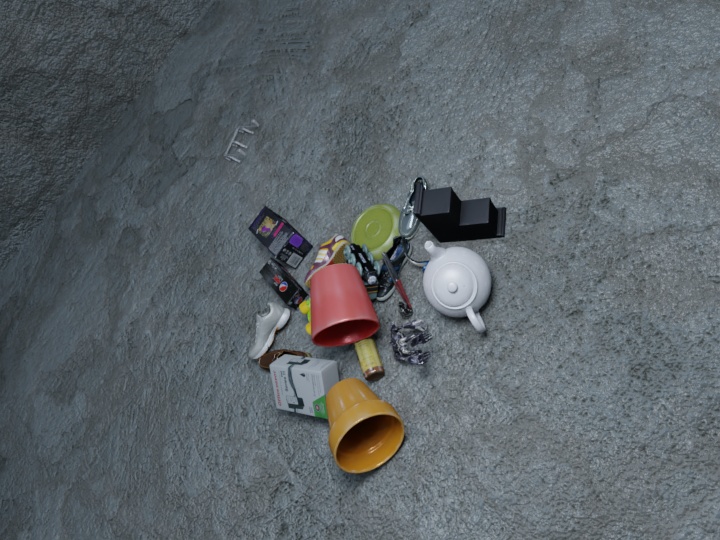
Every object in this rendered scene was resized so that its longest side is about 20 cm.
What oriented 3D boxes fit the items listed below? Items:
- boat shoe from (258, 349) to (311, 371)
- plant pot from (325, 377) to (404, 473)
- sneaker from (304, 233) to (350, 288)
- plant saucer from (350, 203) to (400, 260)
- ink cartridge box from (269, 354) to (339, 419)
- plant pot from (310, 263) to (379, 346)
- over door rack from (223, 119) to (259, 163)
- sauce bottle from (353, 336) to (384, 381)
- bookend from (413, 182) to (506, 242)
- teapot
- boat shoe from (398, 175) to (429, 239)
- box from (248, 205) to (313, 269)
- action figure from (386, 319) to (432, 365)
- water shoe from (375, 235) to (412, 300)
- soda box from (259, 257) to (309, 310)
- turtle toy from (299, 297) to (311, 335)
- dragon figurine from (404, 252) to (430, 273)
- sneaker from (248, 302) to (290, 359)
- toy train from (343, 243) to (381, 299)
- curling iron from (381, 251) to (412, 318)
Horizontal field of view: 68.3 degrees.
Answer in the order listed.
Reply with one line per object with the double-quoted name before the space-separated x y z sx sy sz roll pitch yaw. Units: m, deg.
"boat shoe" -0.250 0.280 1.683 0.197 0.067 0.073 -8 65 30
"plant pot" -0.009 0.395 1.414 0.200 0.200 0.184 -47 38 6
"sneaker" -0.117 -0.031 1.740 0.200 0.075 0.090 -45 45 0
"plant saucer" 0.045 -0.129 1.698 0.197 0.031 0.204 -13 63 27
"ink cartridge box" -0.161 0.337 1.554 0.197 0.083 0.150 0 105 33
"plant pot" -0.055 0.092 1.471 0.198 0.200 0.180 -23 64 22
"over door rack" -0.480 -0.523 2.176 0.199 0.066 0.150 7 73 56
"sauce bottle" 0.014 0.219 1.546 0.065 0.066 0.202 -31 54 17
"bookend" 0.275 -0.165 1.460 0.196 0.199 0.094 -4 67 32
"teapot" 0.250 0.038 1.384 0.196 0.146 0.201 14 100 13
"boat shoe" 0.159 -0.196 1.626 0.072 0.062 0.203 16 77 19
"box" -0.278 -0.115 1.841 0.107 0.122 0.200 -51 52 4
"action figure" 0.137 0.199 1.451 0.200 0.100 0.122 -169 75 -74
"water shoe" 0.083 -0.010 1.590 0.071 0.079 0.203 20 81 37
"soda box" -0.259 0.044 1.797 0.071 0.063 0.200 -50 52 4
"turtle toy" -0.107 0.109 1.646 0.144 0.101 0.202 -32 55 14
"dragon figurine" 0.225 -0.018 1.513 0.199 0.059 0.100 37 89 33
"sneaker" -0.320 0.191 1.742 0.202 0.091 0.076 -56 22 -6
"toy train" 0.000 0.000 1.611 0.201 0.084 0.116 -123 34 -52
"curling iron" 0.104 0.040 1.531 0.025 0.049 0.204 -22 85 36
